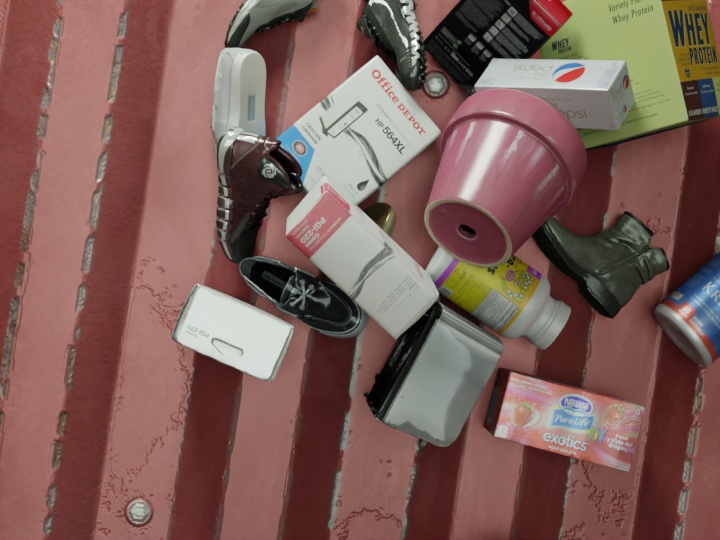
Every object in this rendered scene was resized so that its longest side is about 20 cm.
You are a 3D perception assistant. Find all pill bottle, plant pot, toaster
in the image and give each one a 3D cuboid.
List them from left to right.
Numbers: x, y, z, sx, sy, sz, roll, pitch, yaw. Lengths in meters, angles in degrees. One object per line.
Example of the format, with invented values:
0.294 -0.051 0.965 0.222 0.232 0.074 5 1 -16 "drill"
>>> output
0.100 0.133 1.700 0.118 0.181 0.201 28 89 -6 "toaster"
0.179 -0.110 1.647 0.199 0.200 0.179 34 58 -3 "plant pot"
0.195 0.026 1.741 0.200 0.104 0.105 34 88 -3 "pill bottle"
0.527 0.032 1.757 0.200 0.112 0.112 -41 92 -3 "pill bottle"

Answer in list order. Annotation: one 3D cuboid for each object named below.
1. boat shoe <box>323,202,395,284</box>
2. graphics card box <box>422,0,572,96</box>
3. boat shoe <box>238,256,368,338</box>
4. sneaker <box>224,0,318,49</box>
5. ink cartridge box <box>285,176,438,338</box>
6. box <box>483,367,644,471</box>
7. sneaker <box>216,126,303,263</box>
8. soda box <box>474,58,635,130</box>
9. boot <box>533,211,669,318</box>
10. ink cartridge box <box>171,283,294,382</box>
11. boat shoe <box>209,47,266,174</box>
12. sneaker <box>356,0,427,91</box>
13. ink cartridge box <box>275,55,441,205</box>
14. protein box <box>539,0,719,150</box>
0.000 0.000 1.754 0.065 0.072 0.201 28 87 -43 "boat shoe"
0.184 -0.331 1.701 0.125 0.200 0.051 44 51 -2 "graphics card box"
-0.082 0.032 1.701 0.199 0.068 0.072 30 93 25 "boat shoe"
-0.111 -0.374 1.741 0.200 0.074 0.079 -42 97 -3 "sneaker"
0.000 -0.019 1.625 0.200 0.146 0.085 42 97 -10 "ink cartridge box"
0.285 0.209 1.748 0.199 0.103 0.095 15 89 -2 "box"
-0.133 -0.093 1.693 0.115 0.076 0.201 9 121 18 "sneaker"
0.256 -0.235 1.640 0.064 0.199 0.068 -55 137 -32 "soda box"
0.342 -0.041 1.777 0.131 0.068 0.200 -44 100 -7 "boot"
-0.169 0.083 1.671 0.145 0.200 0.085 24 88 -3 "ink cartridge box"
-0.181 -0.213 1.737 0.072 0.068 0.201 -19 120 -43 "boat shoe"
0.042 -0.332 1.735 0.090 0.067 0.201 -11 65 7 "sneaker"
-0.008 -0.182 1.739 0.200 0.084 0.146 -41 92 -2 "ink cartridge box"
0.370 -0.284 1.689 0.135 0.198 0.201 -14 91 -47 "protein box"
